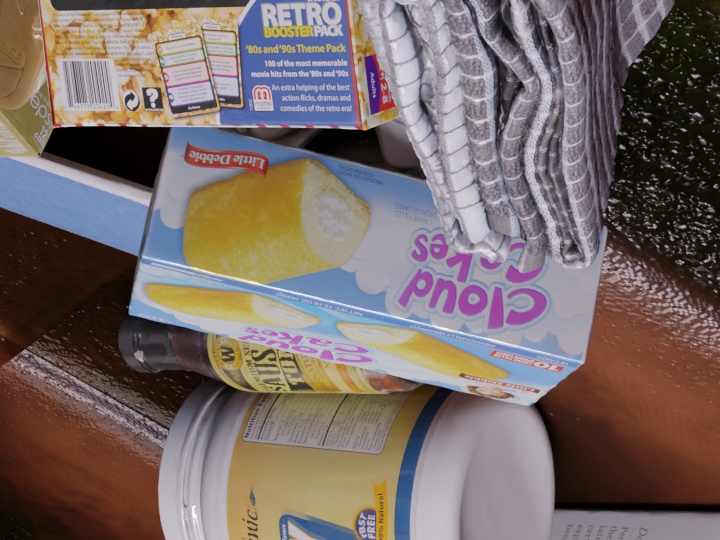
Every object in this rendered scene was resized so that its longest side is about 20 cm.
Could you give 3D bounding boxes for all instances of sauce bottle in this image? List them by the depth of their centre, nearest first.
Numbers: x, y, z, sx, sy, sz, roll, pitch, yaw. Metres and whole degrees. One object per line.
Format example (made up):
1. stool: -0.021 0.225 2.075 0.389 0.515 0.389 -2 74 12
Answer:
1. sauce bottle: -0.051 0.039 1.339 0.199 0.066 0.066 -4 143 37

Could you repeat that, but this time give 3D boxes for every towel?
1. towel: 0.065 -0.113 0.892 0.085 0.167 0.200 3 148 16

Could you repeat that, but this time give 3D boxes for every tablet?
1. tablet: -0.151 -0.038 1.275 0.199 0.014 0.130 19 166 29

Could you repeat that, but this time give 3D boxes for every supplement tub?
1. supplement tub: -0.002 0.129 1.377 0.199 0.145 0.145 3 147 31

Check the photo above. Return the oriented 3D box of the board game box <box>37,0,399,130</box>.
1. board game box: -0.060 -0.156 0.903 0.151 0.046 0.202 3 106 32

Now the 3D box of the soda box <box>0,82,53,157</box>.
1. soda box: -0.242 -0.102 1.224 0.199 0.068 0.064 2 146 33

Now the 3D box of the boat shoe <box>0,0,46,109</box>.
1. boat shoe: -0.133 -0.150 1.065 0.074 0.069 0.200 42 145 -3

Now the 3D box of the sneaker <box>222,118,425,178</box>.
1. sneaker: -0.043 -0.089 1.090 0.199 0.088 0.075 8 151 26

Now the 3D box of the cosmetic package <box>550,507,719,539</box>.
1. cosmetic package: 0.166 0.258 1.462 0.199 0.167 0.167 -4 143 40

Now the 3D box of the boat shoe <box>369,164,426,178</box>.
1. boat shoe: -0.020 -0.030 1.197 0.199 0.066 0.072 3 147 31

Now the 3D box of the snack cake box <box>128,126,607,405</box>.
1. snack cake box: 0.000 0.000 1.070 0.199 0.068 0.115 13 164 -5
